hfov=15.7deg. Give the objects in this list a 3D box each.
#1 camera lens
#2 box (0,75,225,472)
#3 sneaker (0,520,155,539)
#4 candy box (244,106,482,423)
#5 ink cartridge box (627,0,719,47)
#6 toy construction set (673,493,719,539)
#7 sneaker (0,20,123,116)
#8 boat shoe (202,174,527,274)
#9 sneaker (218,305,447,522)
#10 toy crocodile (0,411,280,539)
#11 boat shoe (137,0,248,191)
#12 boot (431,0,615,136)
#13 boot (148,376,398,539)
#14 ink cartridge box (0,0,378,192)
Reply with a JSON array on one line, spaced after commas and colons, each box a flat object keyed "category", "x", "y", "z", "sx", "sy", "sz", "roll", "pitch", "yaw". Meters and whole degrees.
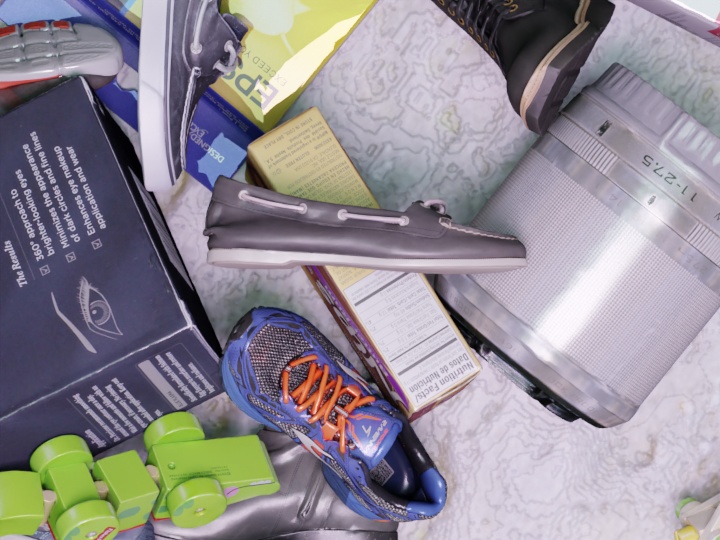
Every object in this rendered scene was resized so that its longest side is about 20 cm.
[{"category": "camera lens", "x": 0.157, "y": -0.012, "z": 1.682, "sx": 0.160, "sy": 0.160, "sz": 0.200, "roll": 38, "pitch": 94, "yaw": -4}, {"category": "box", "x": -0.214, "y": 0.018, "z": 1.667, "sx": 0.200, "sy": 0.117, "sz": 0.197, "roll": -26, "pitch": 65, "yaw": 2}, {"category": "sneaker", "x": -0.222, "y": 0.146, "z": 1.711, "sx": 0.200, "sy": 0.078, "sz": 0.087, "roll": 8, "pitch": 86, "yaw": 26}, {"category": "candy box", "x": 0.000, "y": 0.000, "z": 1.686, "sx": 0.056, "sy": 0.117, "sz": 0.200, "roll": -31, "pitch": 85, "yaw": -7}, {"category": "ink cartridge box", "x": 0.185, "y": -0.214, "z": 1.668, "sx": 0.200, "sy": 0.145, "sz": 0.084, "roll": 25, "pitch": 94, "yaw": -3}, {"category": "toy construction set", "x": 0.209, "y": 0.222, "z": 1.740, "sx": 0.200, "sy": 0.092, "sz": 0.131, "roll": -32, "pitch": 120, "yaw": 10}, {"category": "sneaker", "x": -0.244, "y": -0.105, "z": 1.722, "sx": 0.200, "sy": 0.077, "sz": 0.082, "roll": -13, "pitch": 119, "yaw": 11}, {"category": "boat shoe", "x": 0.003, "y": -0.028, "z": 1.598, "sx": 0.200, "sy": 0.067, "sz": 0.057, "roll": 2, "pitch": 87, "yaw": 1}, {"category": "sneaker", "x": -0.010, "y": 0.092, "z": 1.660, "sx": 0.200, "sy": 0.078, "sz": 0.075, "roll": 43, "pitch": 73, "yaw": -31}, {"category": "toy crocodile", "x": -0.146, "y": 0.139, "z": 1.648, "sx": 0.200, "sy": 0.062, "sz": 0.068, "roll": -9, "pitch": 55, "yaw": -28}, {"category": "boat shoe", "x": -0.106, "y": -0.149, "z": 1.670, "sx": 0.068, "sy": 0.072, "sz": 0.200, "roll": 4, "pitch": 83, "yaw": -3}, {"category": "boot", "x": 0.079, "y": -0.158, "z": 1.653, "sx": 0.138, "sy": 0.200, "sz": 0.078, "roll": 30, "pitch": 107, "yaw": 1}, {"category": "boot", "x": -0.064, "y": 0.126, "z": 1.750, "sx": 0.200, "sy": 0.068, "sz": 0.131, "roll": 3, "pitch": 91, "yaw": -8}, {"category": "ink cartridge box", "x": -0.108, "y": -0.186, "z": 1.722, "sx": 0.198, "sy": 0.047, "sz": 0.200, "roll": 39, "pitch": 93, "yaw": -4}]
